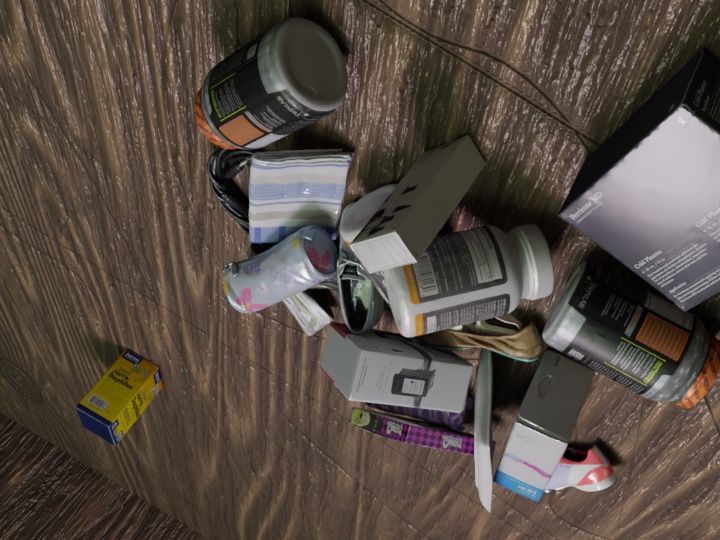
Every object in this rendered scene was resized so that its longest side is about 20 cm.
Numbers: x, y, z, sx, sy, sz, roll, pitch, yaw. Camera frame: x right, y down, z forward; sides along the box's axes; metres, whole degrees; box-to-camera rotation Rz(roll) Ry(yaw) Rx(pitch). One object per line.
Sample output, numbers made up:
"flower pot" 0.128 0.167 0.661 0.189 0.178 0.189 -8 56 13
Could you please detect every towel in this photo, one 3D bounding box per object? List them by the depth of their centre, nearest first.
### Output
"towel" -0.093 -0.105 1.116 0.146 0.024 0.201 -3 146 -12

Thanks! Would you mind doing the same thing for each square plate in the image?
"square plate" 0.198 0.249 1.203 0.028 0.199 0.201 0 135 11

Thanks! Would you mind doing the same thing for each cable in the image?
"cable" -0.176 -0.111 1.219 0.162 0.051 0.201 23 144 14

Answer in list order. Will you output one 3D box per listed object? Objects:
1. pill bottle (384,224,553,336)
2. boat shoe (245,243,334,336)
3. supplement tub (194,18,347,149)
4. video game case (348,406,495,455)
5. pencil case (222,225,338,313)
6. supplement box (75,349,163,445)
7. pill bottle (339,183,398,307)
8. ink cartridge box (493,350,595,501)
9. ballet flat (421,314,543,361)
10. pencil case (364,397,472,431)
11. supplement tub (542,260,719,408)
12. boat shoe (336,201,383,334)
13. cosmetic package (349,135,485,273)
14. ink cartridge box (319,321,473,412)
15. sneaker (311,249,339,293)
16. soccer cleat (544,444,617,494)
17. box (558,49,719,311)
"pill bottle" 0.136 0.008 0.965 0.198 0.117 0.117 -13 136 -5
"boat shoe" -0.130 0.034 1.310 0.065 0.075 0.202 -40 117 11
"supplement tub" -0.122 -0.230 0.969 0.199 0.123 0.123 -12 123 46
"video game case" 0.108 0.288 1.340 0.199 0.036 0.181 18 172 -31
"pencil case" -0.128 -0.001 1.181 0.199 0.083 0.091 -22 105 35
"supplement box" -0.617 0.325 1.939 0.109 0.200 0.109 25 144 13
"pill bottle" 0.065 -0.014 1.079 0.116 0.117 0.201 -9 126 44
"ink cartridge box" 0.283 0.243 1.168 0.084 0.145 0.201 22 142 17
"ballet flat" 0.183 0.088 1.153 0.199 0.068 0.073 7 116 35
"pencil case" 0.101 0.225 1.356 0.199 0.085 0.085 9 100 32
"supplement tub" 0.346 0.084 0.958 0.199 0.123 0.123 30 144 9
"boat shoe" -0.001 0.000 1.136 0.069 0.072 0.203 1 108 19
"cosmetic package" 0.073 -0.084 0.921 0.082 0.200 0.051 -12 122 45
"ink cartridge box" 0.055 0.152 1.185 0.198 0.084 0.145 11 -172 -24
"sneaker" -0.047 -0.007 1.232 0.199 0.073 0.082 18 124 14
"soccer cleat" 0.351 0.343 1.308 0.200 0.068 0.074 -24 91 54
"box" 0.346 -0.086 0.782 0.182 0.104 0.200 36 144 -3
